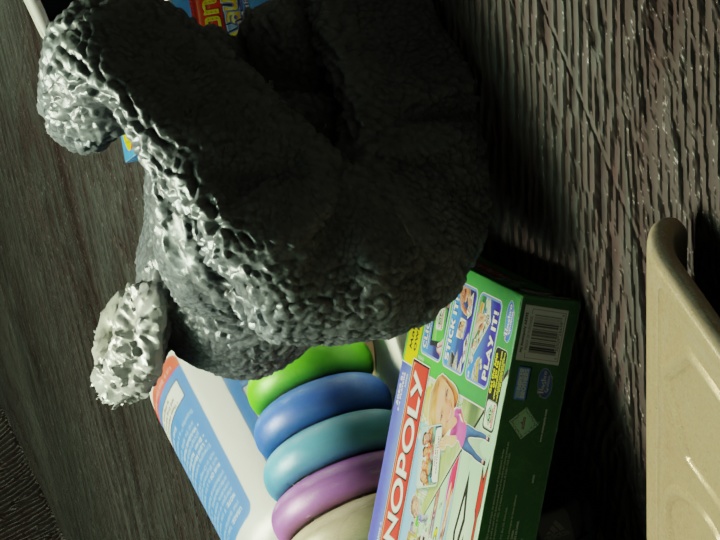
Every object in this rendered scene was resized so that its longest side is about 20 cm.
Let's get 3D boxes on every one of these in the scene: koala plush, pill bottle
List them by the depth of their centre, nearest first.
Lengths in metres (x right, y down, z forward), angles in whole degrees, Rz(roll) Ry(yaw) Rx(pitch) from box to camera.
[{"bbox_3d":[-0.043,-0.017,1.272,0.184,0.177,0.200,57,150,17],"label":"koala plush"},{"bbox_3d":[-0.032,0.116,1.634,0.113,0.112,0.201,84,161,-51],"label":"pill bottle"}]

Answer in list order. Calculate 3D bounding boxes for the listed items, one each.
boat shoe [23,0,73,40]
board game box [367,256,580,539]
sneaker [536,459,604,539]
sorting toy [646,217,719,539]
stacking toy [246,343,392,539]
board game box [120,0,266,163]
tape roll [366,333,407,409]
[{"bbox_3d":[-0.135,-0.183,1.354,0.066,0.073,0.201,-102,-2,-54],"label":"boat shoe"},{"bbox_3d":[0.041,0.099,1.272,0.135,0.029,0.201,-154,73,-70],"label":"board game box"},{"bbox_3d":[0.085,0.145,1.290,0.200,0.073,0.081,57,160,38],"label":"sneaker"},{"bbox_3d":[0.149,0.105,1.041,0.186,0.036,0.201,84,165,-50],"label":"sorting toy"},{"bbox_3d":[-0.028,0.048,1.424,0.085,0.085,0.201,99,151,-67],"label":"stacking toy"},{"bbox_3d":[-0.095,-0.163,1.475,0.200,0.056,0.197,160,100,-77],"label":"board game box"},{"bbox_3d":[0.000,0.000,1.478,0.203,0.037,0.204,158,90,-78],"label":"tape roll"}]
